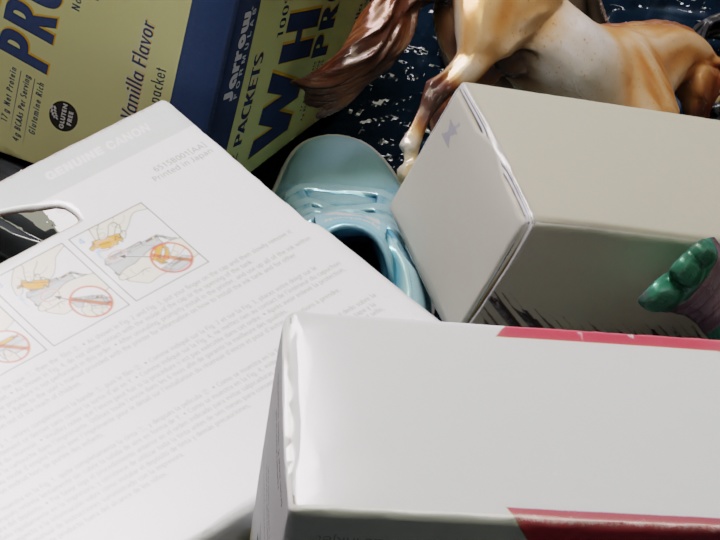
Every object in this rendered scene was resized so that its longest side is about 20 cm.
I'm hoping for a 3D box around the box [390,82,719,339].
[{"bbox_3d":[0.118,-0.013,1.171,0.199,0.069,0.082,7,41,-31],"label":"box"}]

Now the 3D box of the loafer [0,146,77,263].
[{"bbox_3d":[-0.133,-0.012,1.181,0.200,0.068,0.070,23,31,12],"label":"loafer"}]

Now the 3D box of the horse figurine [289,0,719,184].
[{"bbox_3d":[0.073,-0.071,1.232,0.199,0.050,0.133,23,69,-26],"label":"horse figurine"}]

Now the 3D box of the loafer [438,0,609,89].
[{"bbox_3d":[0.067,-0.139,1.346,0.073,0.072,0.200,-6,43,-16],"label":"loafer"}]

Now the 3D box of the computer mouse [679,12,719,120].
[{"bbox_3d":[0.200,-0.124,1.389,0.058,0.034,0.200,20,49,26],"label":"computer mouse"}]

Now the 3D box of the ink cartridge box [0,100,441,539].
[{"bbox_3d":[-0.086,0.038,1.040,0.200,0.044,0.173,-29,54,-34],"label":"ink cartridge box"}]

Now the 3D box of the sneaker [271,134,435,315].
[{"bbox_3d":[0.000,0.000,1.173,0.073,0.082,0.201,2,42,-8],"label":"sneaker"}]

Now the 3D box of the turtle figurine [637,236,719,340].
[{"bbox_3d":[0.168,0.089,1.093,0.200,0.101,0.150,44,95,14],"label":"turtle figurine"}]

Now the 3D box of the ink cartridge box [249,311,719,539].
[{"bbox_3d":[0.037,0.115,0.963,0.144,0.201,0.084,3,45,-6],"label":"ink cartridge box"}]

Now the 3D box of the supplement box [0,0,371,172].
[{"bbox_3d":[-0.107,-0.139,1.228,0.199,0.135,0.200,20,23,13],"label":"supplement box"}]
